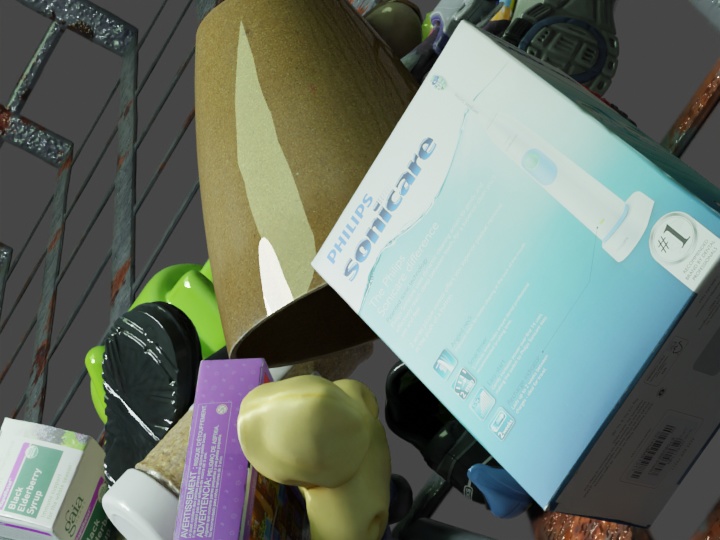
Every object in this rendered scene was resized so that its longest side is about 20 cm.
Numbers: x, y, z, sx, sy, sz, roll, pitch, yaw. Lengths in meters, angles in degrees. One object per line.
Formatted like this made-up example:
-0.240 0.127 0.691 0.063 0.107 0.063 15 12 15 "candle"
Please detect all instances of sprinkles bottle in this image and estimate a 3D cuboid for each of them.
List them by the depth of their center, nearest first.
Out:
-0.076 0.099 1.057 0.200 0.068 0.068 -47 11 -24 "sprinkles bottle"

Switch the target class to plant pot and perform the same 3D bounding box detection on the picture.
-0.023 -0.069 0.994 0.186 0.185 0.201 -39 66 50 "plant pot"

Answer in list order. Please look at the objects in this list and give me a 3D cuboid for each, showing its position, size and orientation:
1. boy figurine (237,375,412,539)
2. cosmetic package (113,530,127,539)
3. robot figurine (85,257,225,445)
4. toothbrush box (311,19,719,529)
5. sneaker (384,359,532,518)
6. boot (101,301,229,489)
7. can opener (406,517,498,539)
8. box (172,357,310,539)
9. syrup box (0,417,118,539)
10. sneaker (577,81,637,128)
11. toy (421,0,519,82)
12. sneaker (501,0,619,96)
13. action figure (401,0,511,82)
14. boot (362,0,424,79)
-0.013 0.115 0.873 0.200 0.064 0.125 63 -154 -63 "boy figurine"
-0.136 0.190 1.256 0.105 0.071 0.201 -37 31 54 "cosmetic package"
-0.155 0.075 1.398 0.200 0.116 0.175 -50 -5 37 "robot figurine"
0.089 -0.001 0.764 0.200 0.085 0.147 44 108 41 "toothbrush box"
0.053 0.058 0.908 0.071 0.082 0.200 -56 19 18 "sneaker"
-0.098 0.074 1.145 0.162 0.073 0.199 -29 -36 -37 "boot"
0.056 0.152 0.809 0.053 0.066 0.200 -64 13 -9 "can opener"
-0.055 0.160 0.913 0.201 0.039 0.138 72 -161 -51 "box"
-0.226 0.199 1.301 0.200 0.081 0.079 68 -144 -57 "syrup box"
0.102 -0.026 0.904 0.096 0.079 0.201 -49 22 40 "sneaker"
0.068 -0.168 1.242 0.201 0.047 0.115 -61 18 6 "toy"
0.128 -0.153 1.050 0.201 0.074 0.087 -63 5 -22 "sneaker"
0.030 -0.113 1.114 0.200 0.130 0.069 -47 31 -13 "action figure"
-0.014 -0.105 1.307 0.147 0.070 0.200 -61 -5 -37 "boot"
